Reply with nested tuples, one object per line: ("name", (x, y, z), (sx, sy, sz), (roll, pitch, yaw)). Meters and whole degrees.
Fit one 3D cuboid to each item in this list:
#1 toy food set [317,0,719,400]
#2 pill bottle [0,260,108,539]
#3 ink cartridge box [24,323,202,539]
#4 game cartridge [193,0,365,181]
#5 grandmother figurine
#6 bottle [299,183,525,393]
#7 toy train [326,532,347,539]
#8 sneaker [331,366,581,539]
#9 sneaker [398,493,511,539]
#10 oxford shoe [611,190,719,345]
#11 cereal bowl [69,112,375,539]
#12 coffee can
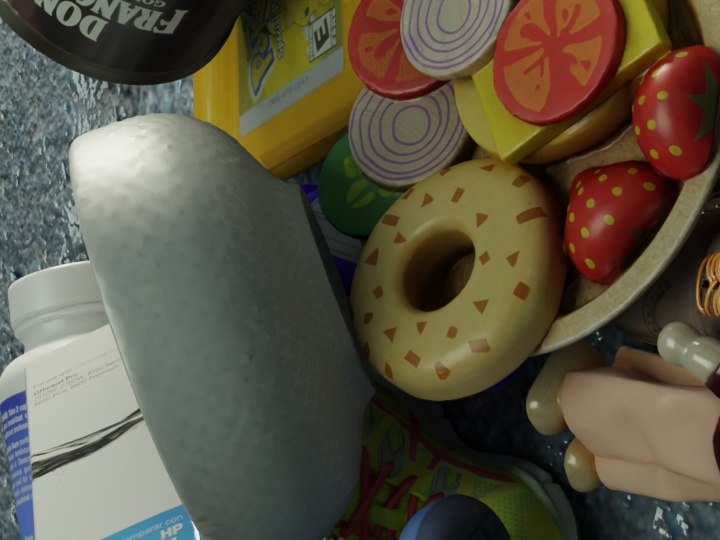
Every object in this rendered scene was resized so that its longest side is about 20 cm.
("toy food set", (0.061, -0.060, 0.772), (0.200, 0.049, 0.199), (-38, 53, 30))
("pill bottle", (-0.146, 0.100, 1.094), (0.112, 0.112, 0.201), (-26, 70, 51))
("ink cartridge box", (-0.086, 0.134, 0.896), (0.200, 0.084, 0.145), (-108, -8, -54))
("game cartridge", (-0.035, -0.139, 0.971), (0.200, 0.032, 0.177), (-22, 66, 56))
("grandmother figurine", (0.149, 0.065, 0.719), (0.200, 0.121, 0.061), (9, 58, 53))
("bottle", (0.000, 0.000, 0.913), (0.200, 0.083, 0.065), (21, 75, 54))
("toy train", (0.011, 0.146, 0.950), (0.046, 0.034, 0.200), (-51, 51, 28))
("sneaker", (0.021, 0.109, 0.884), (0.200, 0.090, 0.079), (35, 117, 46))
("sneaker", (0.025, 0.179, 0.828), (0.082, 0.074, 0.201), (21, 128, 34))
("oxford shoe", (0.150, -0.002, 0.716), (0.200, 0.073, 0.072), (-11, 83, 54))
("cereal bowl", (-0.047, 0.023, 0.804), (0.200, 0.083, 0.201), (-20, -90, -87))
("coffee can", (-0.085, -0.203, 0.895), (0.200, 0.146, 0.147), (-47, 55, 48))
